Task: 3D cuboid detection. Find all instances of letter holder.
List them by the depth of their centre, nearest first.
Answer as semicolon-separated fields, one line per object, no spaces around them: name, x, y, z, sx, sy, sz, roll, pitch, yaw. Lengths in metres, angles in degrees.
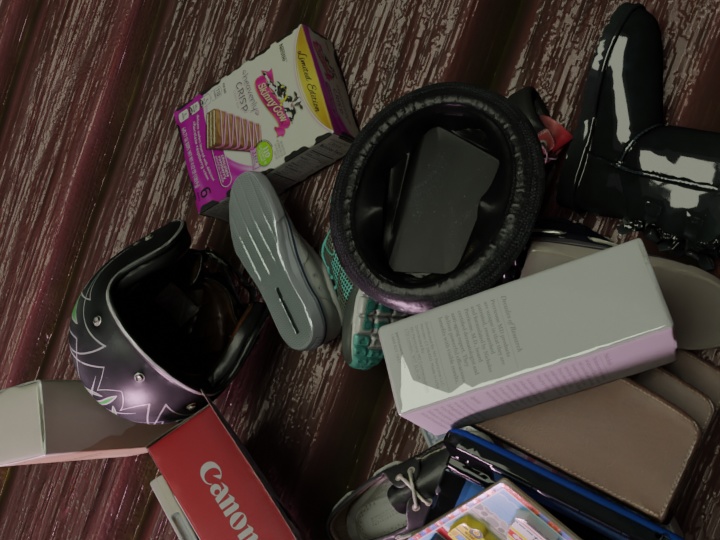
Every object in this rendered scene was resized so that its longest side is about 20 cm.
letter holder;0.184;0.096;0.776;0.199;0.101;0.143;25;85;25

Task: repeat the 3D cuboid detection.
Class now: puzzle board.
puzzle board;0.148;0.256;0.752;0.200;0.017;0.151;39;140;-2

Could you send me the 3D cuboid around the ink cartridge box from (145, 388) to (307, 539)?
ink cartridge box;-0.119;0.239;0.925;0.084;0.176;0.200;-34;61;-11

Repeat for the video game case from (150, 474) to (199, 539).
video game case;-0.140;0.310;0.943;0.018;0.144;0.200;-32;45;-13

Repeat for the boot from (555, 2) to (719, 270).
boot;0.264;-0.112;0.794;0.162;0.073;0.200;23;103;36

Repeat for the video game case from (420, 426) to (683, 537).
video game case;0.161;0.182;0.849;0.182;0.023;0.201;-34;66;25

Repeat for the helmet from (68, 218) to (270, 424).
helmet;-0.208;0.064;0.990;0.199;0.201;0.191;26;67;33

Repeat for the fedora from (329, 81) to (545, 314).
fedora;0.072;-0.056;0.818;0.199;0.092;0.203;-5;76;18

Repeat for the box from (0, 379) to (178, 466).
box;-0.302;0.167;1.048;0.094;0.199;0.078;-16;76;31

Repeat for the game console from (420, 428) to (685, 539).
game console;0.141;0.228;0.758;0.199;0.171;0.119;24;79;15

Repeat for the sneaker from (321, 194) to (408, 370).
sneaker;0.000;0.000;0.959;0.091;0.077;0.202;-3;74;41

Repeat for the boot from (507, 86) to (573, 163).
boot;0.133;-0.066;0.877;0.143;0.072;0.202;-15;72;29

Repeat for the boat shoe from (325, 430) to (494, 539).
boat shoe;0.044;0.209;0.879;0.200;0.060;0.074;-35;65;37

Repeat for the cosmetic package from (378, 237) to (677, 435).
cosmetic package;0.125;0.054;0.701;0.198;0.101;0.072;-19;67;13

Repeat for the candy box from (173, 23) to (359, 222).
candy box;-0.107;-0.159;1.050;0.199;0.061;0.137;-27;69;27

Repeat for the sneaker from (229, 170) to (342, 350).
sneaker;-0.077;-0.011;0.997;0.073;0.071;0.201;-29;78;35

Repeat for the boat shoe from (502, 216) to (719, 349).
boat shoe;0.223;0.001;0.807;0.198;0.093;0.075;16;119;4
